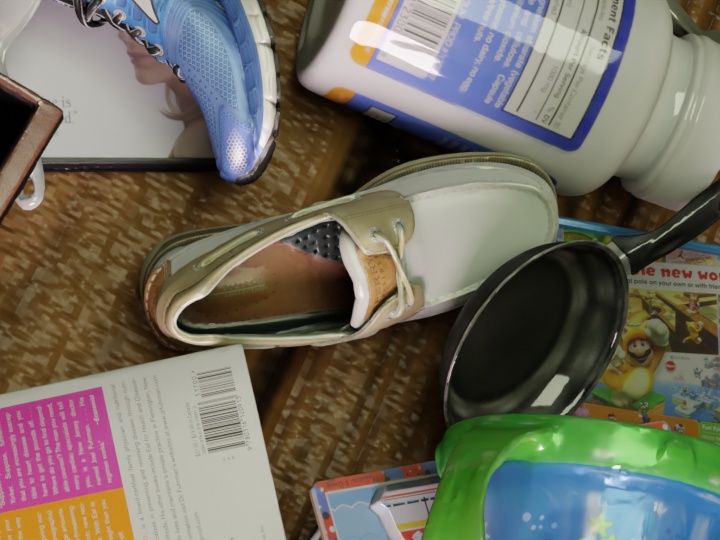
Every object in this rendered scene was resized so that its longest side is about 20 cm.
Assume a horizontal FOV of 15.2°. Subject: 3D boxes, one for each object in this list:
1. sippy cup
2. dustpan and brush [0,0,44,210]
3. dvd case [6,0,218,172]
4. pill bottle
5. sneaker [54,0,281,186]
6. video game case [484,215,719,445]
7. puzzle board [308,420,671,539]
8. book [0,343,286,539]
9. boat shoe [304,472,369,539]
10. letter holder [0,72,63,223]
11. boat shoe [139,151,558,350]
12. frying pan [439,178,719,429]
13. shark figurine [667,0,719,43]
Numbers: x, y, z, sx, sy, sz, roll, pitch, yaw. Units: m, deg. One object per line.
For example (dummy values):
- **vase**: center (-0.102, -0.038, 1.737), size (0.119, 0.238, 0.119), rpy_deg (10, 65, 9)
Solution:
- **sippy cup**: center (0.092, 0.139, 1.119), size (0.177, 0.140, 0.131), rpy_deg (13, 73, -15)
- **dustpan and brush**: center (-0.181, -0.119, 1.200), size (0.139, 0.057, 0.201), rpy_deg (-26, 62, 12)
- **dvd case**: center (-0.135, -0.145, 1.271), size (0.142, 0.018, 0.201), rpy_deg (-1, 77, -17)
- **pill bottle**: center (0.079, -0.103, 1.280), size (0.199, 0.112, 0.113), rpy_deg (22, 71, -13)
- **sneaker**: center (-0.098, -0.127, 1.238), size (0.089, 0.079, 0.201), rpy_deg (-25, 82, -8)
- **video game case**: center (0.125, 0.078, 1.302), size (0.142, 0.018, 0.201), rpy_deg (10, 74, -15)
- **puzzle board**: center (0.082, 0.151, 1.190), size (0.199, 0.017, 0.152), rpy_deg (-7, 74, -33)
- **book**: center (-0.134, 0.115, 1.165), size (0.199, 0.048, 0.134), rpy_deg (-11, 69, -6)
- **boat shoe**: center (-0.038, 0.178, 1.202), size (0.068, 0.072, 0.200), rpy_deg (33, 81, 28)
- **letter holder**: center (-0.224, -0.035, 1.117), size (0.142, 0.200, 0.101), rpy_deg (32, 70, -8)
- **boat shoe**: center (0.000, 0.000, 1.227), size (0.199, 0.068, 0.075), rpy_deg (-17, 106, -5)
- **frying pan**: center (0.100, 0.003, 1.240), size (0.031, 0.115, 0.190), rpy_deg (36, 91, 37)
- **shark figurine**: center (0.148, -0.201, 1.336), size (0.127, 0.089, 0.216), rpy_deg (0, 87, -6)
